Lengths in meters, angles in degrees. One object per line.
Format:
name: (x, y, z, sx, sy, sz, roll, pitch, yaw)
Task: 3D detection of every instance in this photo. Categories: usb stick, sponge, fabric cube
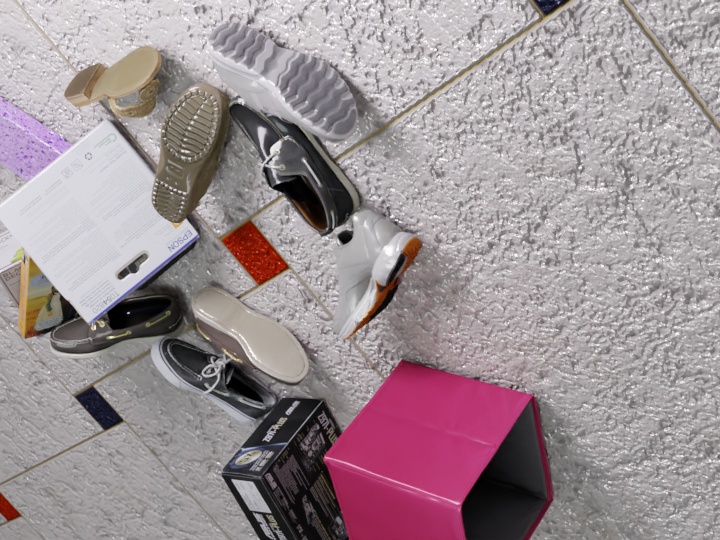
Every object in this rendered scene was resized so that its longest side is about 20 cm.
usb stick: (-0.289, -0.023, 1.815, 0.056, 0.033, 0.200, 51, 142, -5)
sponge: (-0.485, -0.180, 1.837, 0.199, 0.030, 0.112, 34, 143, 10)
fabric cube: (0.102, 0.264, 1.614, 0.198, 0.200, 0.197, 13, 135, 32)

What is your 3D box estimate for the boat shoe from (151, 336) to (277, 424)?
boat shoe: (-0.209, 0.153, 1.867, 0.199, 0.074, 0.068, 39, 133, -16)

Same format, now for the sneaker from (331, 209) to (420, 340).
sneaker: (0.000, 0.000, 1.567, 0.092, 0.076, 0.201, 42, 135, 12)

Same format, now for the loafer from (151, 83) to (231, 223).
loafer: (-0.209, -0.153, 1.601, 0.076, 0.067, 0.201, 33, 126, 6)

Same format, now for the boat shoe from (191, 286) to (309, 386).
boat shoe: (-0.153, 0.100, 1.787, 0.199, 0.072, 0.060, 33, 148, 17)

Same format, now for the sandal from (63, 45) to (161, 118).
sandal: (-0.288, -0.224, 1.610, 0.211, 0.078, 0.070, 0, 146, 48)

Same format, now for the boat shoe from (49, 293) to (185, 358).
boat shoe: (-0.360, 0.075, 1.875, 0.199, 0.072, 0.061, -12, 137, -4)

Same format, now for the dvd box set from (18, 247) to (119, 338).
dvd box set: (-0.414, 0.011, 1.839, 0.029, 0.145, 0.201, 56, 147, 28)

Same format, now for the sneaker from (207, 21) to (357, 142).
sneaker: (-0.084, -0.205, 1.450, 0.199, 0.075, 0.082, 37, 157, 17)

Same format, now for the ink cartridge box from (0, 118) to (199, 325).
ink cartridge box: (-0.349, -0.065, 1.715, 0.201, 0.199, 0.041, 52, 180, -10)

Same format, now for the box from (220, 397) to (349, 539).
box: (-0.086, 0.312, 1.853, 0.086, 0.164, 0.201, -2, 126, 41)

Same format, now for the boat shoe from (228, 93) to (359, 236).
boat shoe: (-0.087, -0.129, 1.514, 0.200, 0.068, 0.072, 49, 143, -4)

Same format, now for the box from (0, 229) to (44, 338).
box: (-0.463, 0.007, 1.879, 0.060, 0.116, 0.201, 57, 167, 28)
